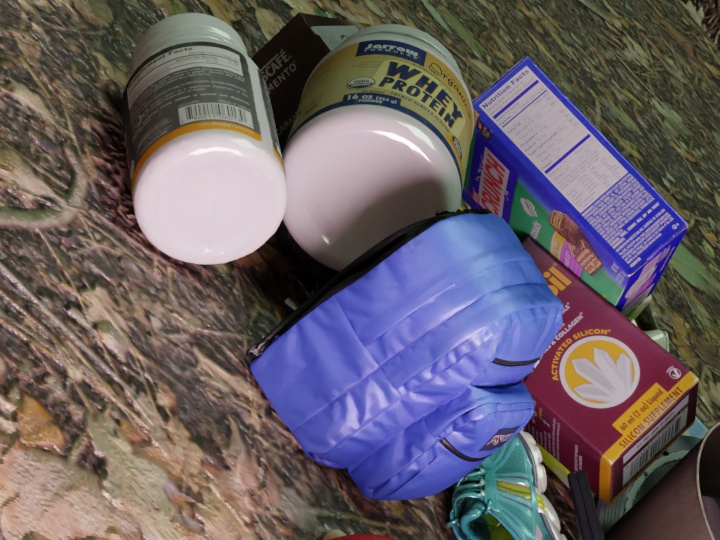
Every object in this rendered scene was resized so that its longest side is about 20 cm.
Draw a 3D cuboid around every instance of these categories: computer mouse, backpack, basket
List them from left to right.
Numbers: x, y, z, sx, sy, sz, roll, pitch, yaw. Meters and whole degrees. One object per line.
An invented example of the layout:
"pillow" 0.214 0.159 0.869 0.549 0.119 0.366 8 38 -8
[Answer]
"computer mouse" -0.039 -0.021 1.756 0.138 0.053 0.201 24 44 -53
"backpack" 0.054 0.059 1.575 0.168 0.200 0.162 52 20 12
"basket" 0.271 0.229 1.676 0.136 0.200 0.181 -31 83 -36

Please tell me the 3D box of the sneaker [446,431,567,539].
"sneaker" 0.102 0.177 1.651 0.079 0.078 0.201 16 36 -40

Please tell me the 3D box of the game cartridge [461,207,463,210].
"game cartridge" 0.062 -0.025 1.995 0.199 0.032 0.177 7 46 -58

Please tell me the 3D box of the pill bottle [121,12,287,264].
"pill bottle" -0.122 -0.105 1.633 0.116 0.116 0.201 36 23 -30

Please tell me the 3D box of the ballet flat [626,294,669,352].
"ballet flat" 0.243 0.050 1.931 0.067 0.064 0.202 -17 86 -35

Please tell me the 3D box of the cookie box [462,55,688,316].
"cookie box" 0.172 -0.059 1.836 0.200 0.075 0.171 48 -16 13

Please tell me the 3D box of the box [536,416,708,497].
"box" 0.249 0.170 1.887 0.200 0.122 0.048 46 -13 -8

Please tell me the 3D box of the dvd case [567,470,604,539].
"dvd case" 0.187 0.267 1.590 0.143 0.017 0.201 -97 173 -56

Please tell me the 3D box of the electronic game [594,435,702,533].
"electronic game" 0.282 0.237 1.826 0.199 0.042 0.202 10 66 -24

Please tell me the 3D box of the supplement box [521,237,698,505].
"supplement box" 0.175 0.083 1.809 0.200 0.110 0.086 41 -19 24

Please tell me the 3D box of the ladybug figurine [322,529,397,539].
"ladybug figurine" 0.031 0.245 1.376 0.135 0.072 0.201 13 40 -58

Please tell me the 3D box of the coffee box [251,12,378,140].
"coffee box" -0.027 -0.162 1.932 0.080 0.114 0.200 53 20 13

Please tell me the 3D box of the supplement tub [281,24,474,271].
"supplement tub" 0.015 -0.100 1.703 0.144 0.144 0.200 42 26 -16
